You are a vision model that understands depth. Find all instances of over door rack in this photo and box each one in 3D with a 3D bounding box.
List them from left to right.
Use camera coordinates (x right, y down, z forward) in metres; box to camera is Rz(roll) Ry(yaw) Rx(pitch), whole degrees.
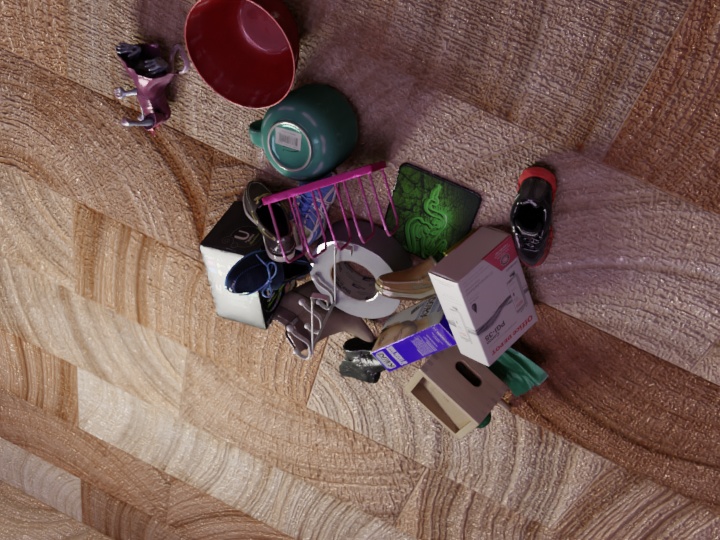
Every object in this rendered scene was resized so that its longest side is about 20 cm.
[{"bbox_3d":[-0.082,0.054,1.648,0.066,0.149,0.201,21,139,2],"label":"over door rack"}]

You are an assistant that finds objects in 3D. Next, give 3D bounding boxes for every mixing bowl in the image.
[{"bbox_3d":[-0.174,-0.379,1.419,0.198,0.109,0.202,16,136,16],"label":"mixing bowl"}]

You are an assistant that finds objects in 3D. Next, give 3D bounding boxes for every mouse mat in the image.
[{"bbox_3d":[0.125,-0.095,1.597,0.159,0.008,0.201,24,138,7],"label":"mouse mat"}]

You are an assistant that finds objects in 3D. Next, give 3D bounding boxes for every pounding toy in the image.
[{"bbox_3d":[0.216,0.242,1.760,0.200,0.142,0.184,42,159,8],"label":"pounding toy"}]

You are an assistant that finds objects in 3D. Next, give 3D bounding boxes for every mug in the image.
[{"bbox_3d":[-0.106,-0.224,1.496,0.184,0.114,0.153,-30,99,37],"label":"mug"}]

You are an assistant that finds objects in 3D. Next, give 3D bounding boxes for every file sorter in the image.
[{"bbox_3d":[-0.044,-0.100,1.515,0.198,0.139,0.127,-15,97,14],"label":"file sorter"}]

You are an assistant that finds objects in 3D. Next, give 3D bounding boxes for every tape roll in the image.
[{"bbox_3d":[0.000,0.000,1.707,0.198,0.066,0.202,16,137,15],"label":"tape roll"}]

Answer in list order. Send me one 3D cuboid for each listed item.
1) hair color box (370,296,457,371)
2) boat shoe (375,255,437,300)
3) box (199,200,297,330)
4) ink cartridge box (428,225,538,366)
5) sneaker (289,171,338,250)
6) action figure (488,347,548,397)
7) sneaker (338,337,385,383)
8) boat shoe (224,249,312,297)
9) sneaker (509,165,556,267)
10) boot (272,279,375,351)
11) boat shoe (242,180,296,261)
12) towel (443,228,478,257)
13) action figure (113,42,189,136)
[{"bbox_3d":[0.121,0.117,1.722,0.065,0.110,0.199,44,135,-16],"label":"hair color box"},{"bbox_3d":[0.123,0.007,1.607,0.197,0.072,0.077,-4,119,-22],"label":"boat shoe"},{"bbox_3d":[-0.222,-0.010,1.761,0.123,0.149,0.202,13,135,20],"label":"box"},{"bbox_3d":[0.225,0.046,1.560,0.082,0.146,0.201,23,146,50],"label":"ink cartridge box"},{"bbox_3d":[-0.091,-0.121,1.639,0.075,0.077,0.202,20,133,13],"label":"sneaker"},{"bbox_3d":[0.269,0.158,1.720,0.200,0.055,0.118,40,138,-1],"label":"action figure"},{"bbox_3d":[0.032,0.201,1.889,0.198,0.060,0.105,6,131,31],"label":"sneaker"},{"bbox_3d":[-0.166,-0.002,1.632,0.068,0.199,0.085,32,129,28],"label":"boat shoe"},{"bbox_3d":[0.286,-0.073,1.462,0.070,0.098,0.202,11,135,17],"label":"sneaker"},{"bbox_3d":[-0.081,0.115,1.797,0.200,0.146,0.070,48,163,-6],"label":"boot"},{"bbox_3d":[-0.171,-0.107,1.638,0.061,0.071,0.202,98,150,-47],"label":"boat shoe"},{"bbox_3d":[0.211,0.026,1.608,0.018,0.086,0.202,23,143,49],"label":"towel"},{"bbox_3d":[-0.385,-0.335,1.611,0.147,0.135,0.201,-18,148,-11],"label":"action figure"}]
